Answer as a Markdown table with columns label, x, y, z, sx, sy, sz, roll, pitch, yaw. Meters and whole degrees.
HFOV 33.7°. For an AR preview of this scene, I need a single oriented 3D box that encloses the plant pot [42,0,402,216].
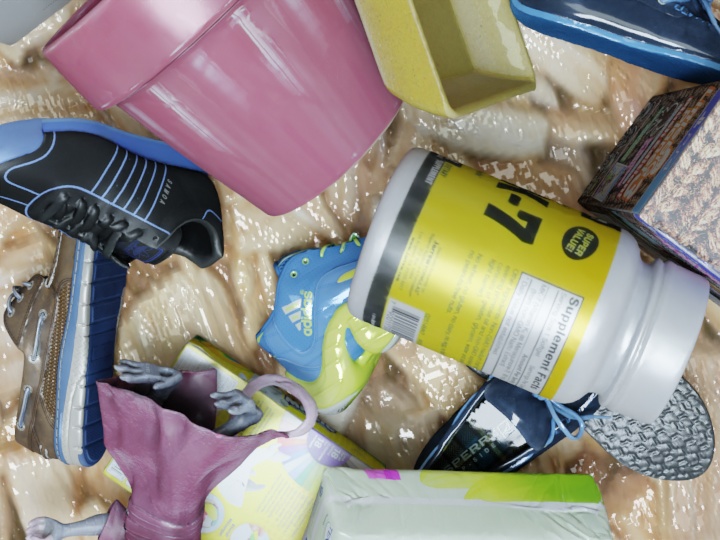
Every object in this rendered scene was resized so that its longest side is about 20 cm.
| label | x | y | z | sx | sy | sz | roll | pitch | yaw |
| --- | --- | --- | --- | --- | --- | --- | --- | --- | --- |
| plant pot | -0.073 | -0.143 | 0.770 | 0.200 | 0.200 | 0.179 | -41 | 109 | 4 |

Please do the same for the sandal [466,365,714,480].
| label | x | y | z | sx | sy | sz | roll | pitch | yaw |
| --- | --- | --- | --- | --- | --- | --- | --- | --- | --- |
| sandal | 0.165 | 0.078 | 0.855 | 0.199 | 0.048 | 0.076 | 31 | 101 | 11 |

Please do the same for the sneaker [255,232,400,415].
| label | x | y | z | sx | sy | sz | roll | pitch | yaw |
| --- | --- | --- | --- | --- | --- | --- | --- | --- | --- |
| sneaker | 0.000 | 0.000 | 0.831 | 0.105 | 0.076 | 0.201 | 37 | 95 | -2 |

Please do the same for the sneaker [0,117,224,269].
| label | x | y | z | sx | sy | sz | roll | pitch | yaw |
| --- | --- | --- | --- | --- | --- | --- | --- | --- | --- |
| sneaker | -0.165 | -0.044 | 0.770 | 0.070 | 0.199 | 0.079 | -32 | 68 | 35 |

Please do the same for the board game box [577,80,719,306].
| label | x | y | z | sx | sy | sz | roll | pitch | yaw |
| --- | --- | --- | --- | --- | --- | --- | --- | --- | --- |
| board game box | 0.246 | -0.034 | 0.764 | 0.159 | 0.200 | 0.097 | 35 | 95 | -3 |

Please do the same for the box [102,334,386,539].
| label | x | y | z | sx | sy | sz | roll | pitch | yaw |
| --- | --- | --- | --- | --- | --- | --- | --- | --- | --- |
| box | -0.070 | 0.150 | 0.860 | 0.199 | 0.048 | 0.118 | 35 | 94 | 0 |

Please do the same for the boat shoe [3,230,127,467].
| label | x | y | z | sx | sy | sz | roll | pitch | yaw |
| --- | --- | --- | --- | --- | --- | --- | --- | --- | --- |
| boat shoe | -0.212 | 0.035 | 0.837 | 0.071 | 0.072 | 0.203 | 6 | 90 | 10 |

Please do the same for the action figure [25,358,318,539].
| label | x | y | z | sx | sy | sz | roll | pitch | yaw |
| --- | --- | --- | --- | --- | --- | --- | --- | --- | --- |
| action figure | -0.132 | 0.160 | 0.808 | 0.148 | 0.133 | 0.203 | -5 | 113 | -40 |

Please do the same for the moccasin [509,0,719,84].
| label | x | y | z | sx | sy | sz | roll | pitch | yaw |
| --- | --- | --- | --- | --- | --- | --- | --- | --- | --- |
| moccasin | 0.203 | -0.177 | 0.812 | 0.198 | 0.080 | 0.069 | 19 | 91 | -2 |

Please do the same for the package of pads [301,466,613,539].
| label | x | y | z | sx | sy | sz | roll | pitch | yaw |
| --- | --- | --- | --- | --- | --- | --- | --- | --- | --- |
| package of pads | 0.053 | 0.207 | 0.801 | 0.197 | 0.069 | 0.156 | 5 | 129 | -17 |

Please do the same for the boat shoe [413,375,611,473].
| label | x | y | z | sx | sy | sz | roll | pitch | yaw |
| --- | --- | --- | --- | --- | --- | --- | --- | --- | --- |
| boat shoe | 0.114 | 0.101 | 0.810 | 0.084 | 0.069 | 0.201 | 41 | 105 | 9 |

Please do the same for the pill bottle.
| label | x | y | z | sx | sy | sz | roll | pitch | yaw |
| --- | --- | --- | --- | --- | --- | --- | --- | --- | --- |
| pill bottle | 0.101 | 0.012 | 0.729 | 0.198 | 0.114 | 0.116 | 22 | 95 | 6 |

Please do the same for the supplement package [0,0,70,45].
| label | x | y | z | sx | sy | sz | roll | pitch | yaw |
| --- | --- | --- | --- | --- | --- | --- | --- | --- | --- |
| supplement package | -0.249 | -0.278 | 0.769 | 0.151 | 0.151 | 0.201 | -35 | 94 | 4 |

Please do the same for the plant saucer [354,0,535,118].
| label | x | y | z | sx | sy | sz | roll | pitch | yaw |
| --- | --- | --- | --- | --- | --- | --- | --- | --- | --- |
| plant saucer | 0.038 | -0.197 | 0.768 | 0.048 | 0.200 | 0.202 | -17 | 95 | 27 |
